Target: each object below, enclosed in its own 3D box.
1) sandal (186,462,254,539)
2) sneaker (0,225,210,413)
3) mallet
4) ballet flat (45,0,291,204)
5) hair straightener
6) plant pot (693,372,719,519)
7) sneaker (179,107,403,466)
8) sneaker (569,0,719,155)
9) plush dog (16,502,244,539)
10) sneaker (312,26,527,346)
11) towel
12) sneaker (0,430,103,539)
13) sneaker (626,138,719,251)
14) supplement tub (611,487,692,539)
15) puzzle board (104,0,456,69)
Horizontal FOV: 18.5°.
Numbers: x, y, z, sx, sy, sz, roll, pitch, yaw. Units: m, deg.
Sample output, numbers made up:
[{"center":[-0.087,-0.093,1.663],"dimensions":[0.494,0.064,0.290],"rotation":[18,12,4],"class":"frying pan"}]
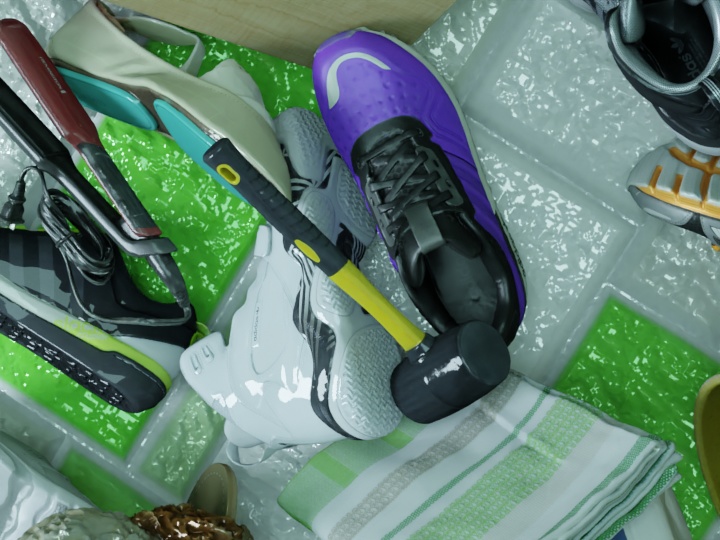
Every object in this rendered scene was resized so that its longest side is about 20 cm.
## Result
[{"center":[-0.077,0.213,1.296],"dimensions":[0.069,0.078,0.213],"rotation":[10,104,-23],"class":"sandal"},{"center":[-0.177,0.005,1.299],"dimensions":[0.200,0.072,0.083],"rotation":[34,72,5],"class":"sneaker"},{"center":[0.000,0.000,1.167],"dimensions":[0.066,0.041,0.200],"rotation":[-24,116,40],"class":"mallet"},{"center":[-0.098,-0.100,1.246],"dimensions":[0.200,0.069,0.070],"rotation":[31,99,32],"class":"ballet flat"},{"center":[-0.167,-0.044,1.262],"dimensions":[0.077,0.041,0.200],"rotation":[-39,88,20],"class":"hair straightener"},{"center":[0.292,0.111,1.171],"dimensions":[0.142,0.200,0.201],"rotation":[-29,88,-15],"class":"plant pot"},{"center":[-0.048,0.012,1.258],"dimensions":[0.115,0.075,0.201],"rotation":[-23,69,29],"class":"sneaker"},{"center":[0.151,-0.157,1.190],"dimensions":[0.075,0.114,0.200],"rotation":[-36,75,8],"class":"sneaker"},{"center":[-0.134,0.213,1.201],"dimensions":[0.199,0.160,0.173],"rotation":[-17,90,-17],"class":"plush dog"},{"center":[0.036,-0.040,1.217],"dimensions":[0.069,0.100,0.201],"rotation":[-28,101,13],"class":"sneaker"},{"center":[0.057,0.110,1.181],"dimensions":[0.149,0.200,0.031],"rotation":[-39,124,-19],"class":"towel"},{"center":[-0.178,0.145,1.287],"dimensions":[0.200,0.082,0.075],"rotation":[44,103,4],"class":"sneaker"},{"center":[0.241,-0.021,1.217],"dimensions":[0.199,0.078,0.077],"rotation":[16,132,20],"class":"sneaker"},{"center":[0.087,0.187,1.215],"dimensions":[0.199,0.145,0.146],"rotation":[-21,90,9],"class":"supplement tub"},{"center":[-0.039,-0.170,1.183],"dimensions":[0.151,0.199,0.017],"rotation":[-41,44,45],"class":"puzzle board"}]
